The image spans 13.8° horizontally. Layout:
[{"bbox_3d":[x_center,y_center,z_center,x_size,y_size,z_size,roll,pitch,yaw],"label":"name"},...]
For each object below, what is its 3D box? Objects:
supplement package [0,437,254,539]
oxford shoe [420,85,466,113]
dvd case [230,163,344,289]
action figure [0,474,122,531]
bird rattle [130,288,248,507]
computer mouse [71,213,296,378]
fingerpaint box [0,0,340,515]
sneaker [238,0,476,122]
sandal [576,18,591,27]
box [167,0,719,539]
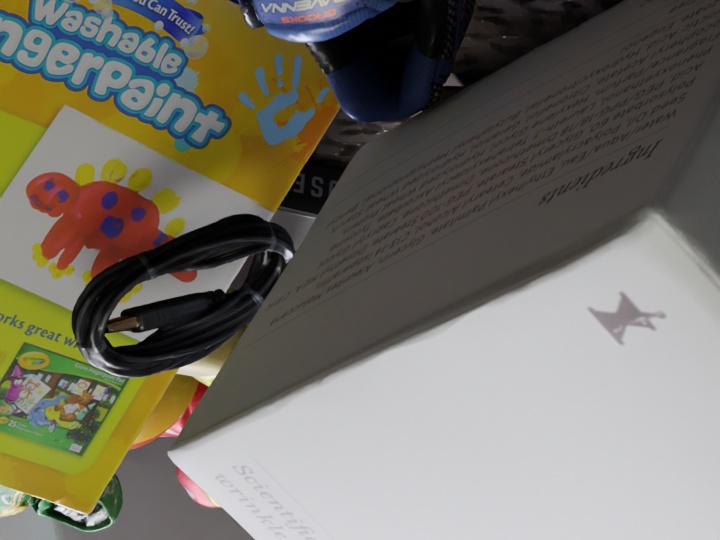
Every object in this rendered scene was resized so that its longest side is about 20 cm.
[{"bbox_3d":[-0.143,0.156,1.300,0.199,0.153,0.150,-12,-177,37],"label":"supplement package"},{"bbox_3d":[0.090,0.000,1.017,0.071,0.072,0.200,-1,157,28],"label":"oxford shoe"},{"bbox_3d":[-0.061,-0.009,1.101,0.199,0.025,0.150,12,157,-15],"label":"dvd case"},{"bbox_3d":[-0.174,0.053,1.076,0.199,0.055,0.118,20,135,-24],"label":"action figure"},{"bbox_3d":[-0.062,0.027,1.027,0.162,0.113,0.200,9,175,-13],"label":"bird rattle"},{"bbox_3d":[0.000,0.000,0.892,0.199,0.034,0.059,-5,123,-35],"label":"computer mouse"},{"bbox_3d":[-0.127,-0.040,0.847,0.199,0.167,0.073,21,-162,-36],"label":"fingerpaint box"},{"bbox_3d":[-0.010,-0.102,0.774,0.075,0.079,0.200,-5,156,24],"label":"sneaker"},{"bbox_3d":[0.124,-0.013,0.955,0.200,0.082,0.055,26,132,-36],"label":"sandal"},{"bbox_3d":[0.095,0.043,0.782,0.199,0.131,0.200,46,139,-16],"label":"box"}]
